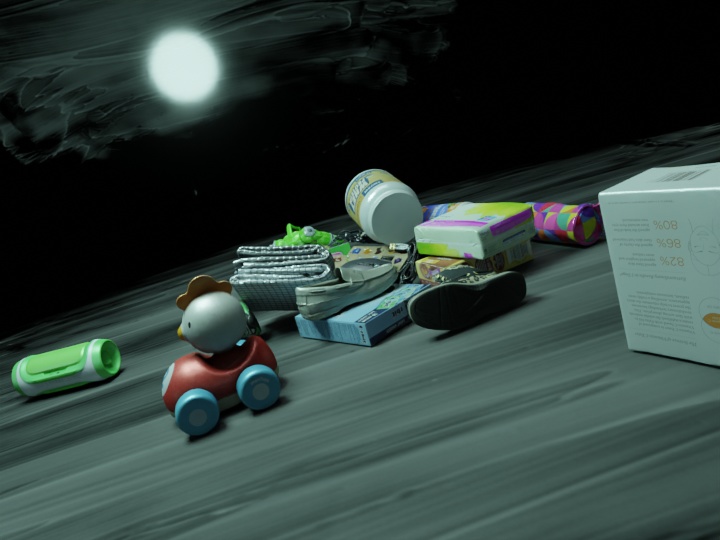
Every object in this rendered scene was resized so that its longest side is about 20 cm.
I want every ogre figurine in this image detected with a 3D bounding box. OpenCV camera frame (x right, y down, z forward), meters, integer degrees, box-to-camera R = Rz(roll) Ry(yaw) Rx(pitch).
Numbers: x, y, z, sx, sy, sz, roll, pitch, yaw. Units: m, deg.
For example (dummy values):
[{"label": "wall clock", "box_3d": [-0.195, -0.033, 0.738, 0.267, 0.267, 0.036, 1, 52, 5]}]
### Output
[{"label": "ogre figurine", "box_3d": [-0.158, -0.065, 1.678, 0.199, 0.099, 0.120, -1, -21, 38]}]

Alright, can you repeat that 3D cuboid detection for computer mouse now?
[{"label": "computer mouse", "box_3d": [0.047, -0.094, 1.584, 0.199, 0.053, 0.138, 2, 3, -27]}, {"label": "computer mouse", "box_3d": [0.032, -0.019, 1.308, 0.199, 0.046, 0.141, -5, 38, 29]}]

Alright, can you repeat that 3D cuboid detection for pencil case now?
[{"label": "pencil case", "box_3d": [0.403, -0.098, 1.262, 0.088, 0.089, 0.200, -21, 15, -21]}]

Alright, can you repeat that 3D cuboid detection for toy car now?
[{"label": "toy car", "box_3d": [-0.231, 0.107, 0.936, 0.176, 0.201, 0.184, -20, 14, -15]}]

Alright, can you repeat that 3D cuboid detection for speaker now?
[{"label": "speaker", "box_3d": [-0.594, 0.197, 1.256, 0.199, 0.089, 0.088, -14, 14, 9]}]

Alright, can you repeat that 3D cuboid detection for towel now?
[{"label": "towel", "box_3d": [-0.143, 0.018, 1.223, 0.199, 0.086, 0.166, -2, -24, 5]}]

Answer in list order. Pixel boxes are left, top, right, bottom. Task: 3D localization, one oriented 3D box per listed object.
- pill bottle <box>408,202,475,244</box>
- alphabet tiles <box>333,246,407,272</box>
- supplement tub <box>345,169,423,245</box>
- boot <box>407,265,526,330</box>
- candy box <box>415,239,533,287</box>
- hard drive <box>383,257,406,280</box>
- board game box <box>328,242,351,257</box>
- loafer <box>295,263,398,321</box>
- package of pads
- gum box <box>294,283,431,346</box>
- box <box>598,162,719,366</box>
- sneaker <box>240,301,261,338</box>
[{"label": "pill bottle", "box_3d": [0.185, -0.099, 1.461, 0.112, 0.113, 0.200, -26, 17, -36]}, {"label": "alphabet tiles", "box_3d": [0.000, 0.000, 1.354, 0.199, 0.008, 0.167, 1, 40, 36]}, {"label": "supplement tub", "box_3d": [0.054, -0.147, 1.441, 0.144, 0.145, 0.200, -19, 25, -9]}, {"label": "boot", "box_3d": [0.152, 0.041, 1.032, 0.203, 0.074, 0.154, -14, 10, -17]}, {"label": "candy box", "box_3d": [0.224, -0.020, 1.223, 0.199, 0.057, 0.117, -23, 16, -19]}, {"label": "hard drive", "box_3d": [0.011, 0.003, 1.421, 0.199, 0.038, 0.140, -10, 15, 21]}, {"label": "board game box", "box_3d": [-0.126, -0.015, 1.568, 0.199, 0.041, 0.153, -19, 0, -9]}, {"label": "loafer", "box_3d": [-0.022, 0.025, 1.106, 0.199, 0.070, 0.070, -23, 15, -25]}, {"label": "package of pads", "box_3d": [0.221, -0.080, 1.200, 0.154, 0.069, 0.200, -24, 17, -27]}, {"label": "gum box", "box_3d": [0.007, 0.073, 1.125, 0.170, 0.045, 0.199, -27, 18, -37]}, {"label": "box", "box_3d": [0.375, -0.009, 0.687, 0.106, 0.201, 0.152, -24, 16, -27]}, {"label": "sneaker", "box_3d": [-0.273, 0.119, 1.241, 0.199, 0.078, 0.085, -16, 17, 45]}]
